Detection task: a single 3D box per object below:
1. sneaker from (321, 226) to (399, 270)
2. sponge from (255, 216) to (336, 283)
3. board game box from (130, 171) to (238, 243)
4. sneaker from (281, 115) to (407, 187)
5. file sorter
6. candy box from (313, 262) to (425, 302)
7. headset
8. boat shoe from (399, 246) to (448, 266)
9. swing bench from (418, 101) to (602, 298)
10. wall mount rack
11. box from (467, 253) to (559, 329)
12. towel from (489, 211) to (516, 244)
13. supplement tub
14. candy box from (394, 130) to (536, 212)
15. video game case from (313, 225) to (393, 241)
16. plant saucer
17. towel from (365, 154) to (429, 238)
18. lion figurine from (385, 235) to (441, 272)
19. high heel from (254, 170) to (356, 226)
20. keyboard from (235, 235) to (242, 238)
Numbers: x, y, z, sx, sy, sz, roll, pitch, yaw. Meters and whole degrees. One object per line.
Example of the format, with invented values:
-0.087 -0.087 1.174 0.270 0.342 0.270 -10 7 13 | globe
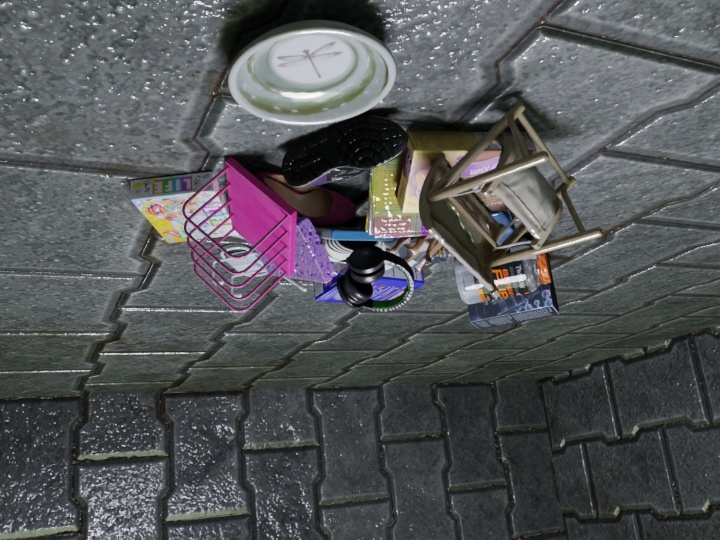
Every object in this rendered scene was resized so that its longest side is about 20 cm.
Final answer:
0.019 -0.037 1.436 0.198 0.077 0.115 9 173 -35 | sneaker
-0.126 -0.038 1.247 0.030 0.113 0.199 -38 -156 -27 | sponge
-0.290 -0.103 1.228 0.132 0.035 0.200 -7 162 1 | board game box
-0.014 -0.175 1.075 0.197 0.077 0.087 -11 177 26 | sneaker
-0.194 -0.045 1.148 0.125 0.139 0.201 -45 166 -24 | file sorter
0.017 0.017 1.642 0.198 0.078 0.169 7 157 -33 | candy box
0.000 0.000 1.286 0.197 0.095 0.124 18 130 -11 | headset
0.145 -0.050 1.487 0.089 0.072 0.200 -7 175 -11 | boat shoe
0.211 -0.096 1.068 0.199 0.131 0.199 -32 133 21 | swing bench
-0.212 0.007 1.529 0.171 0.076 0.200 -9 163 8 | wall mount rack
0.354 0.042 1.718 0.197 0.151 0.107 -13 162 20 | box
0.243 -0.092 1.429 0.110 0.049 0.200 -12 162 16 | towel
0.315 -0.001 1.612 0.197 0.124 0.122 -13 162 18 | supplement tub
0.160 -0.152 1.125 0.197 0.057 0.118 -1 132 -13 | candy box
-0.058 -0.070 1.284 0.142 0.018 0.199 -1 -172 -42 | video game case
-0.057 -0.241 0.855 0.197 0.051 0.200 -5 162 -2 | plant saucer
0.106 -0.125 1.189 0.197 0.023 0.146 -4 119 -8 | towel
0.115 -0.059 1.301 0.122 0.073 0.200 -43 -159 -12 | lion figurine
-0.087 -0.117 1.190 0.197 0.069 0.096 5 170 -22 | high heel
-0.150 -0.088 1.363 0.198 0.011 0.056 -16 160 28 | keyboard
